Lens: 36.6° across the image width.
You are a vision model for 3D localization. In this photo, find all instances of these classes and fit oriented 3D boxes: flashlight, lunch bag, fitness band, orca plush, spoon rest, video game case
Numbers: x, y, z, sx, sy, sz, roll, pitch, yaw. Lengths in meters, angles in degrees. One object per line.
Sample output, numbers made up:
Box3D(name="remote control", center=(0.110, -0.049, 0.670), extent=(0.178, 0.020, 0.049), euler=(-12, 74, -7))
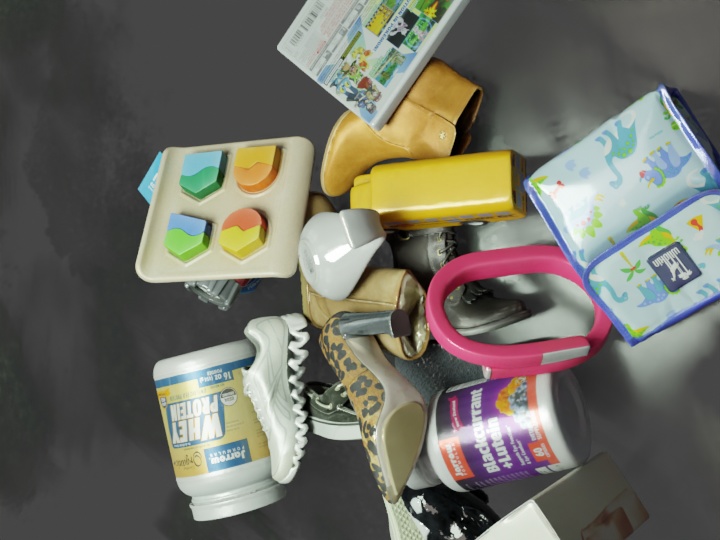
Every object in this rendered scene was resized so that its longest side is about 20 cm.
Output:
Box3D(name="flashlight", center=(-0.140, -0.053, 1.322), extent=(0.067, 0.068, 0.202), euler=(28, 72, -9))
Box3D(name="lunch bag", center=(0.283, -0.051, 1.060), extent=(0.169, 0.127, 0.202), euler=(-33, 84, 25))
Box3D(name="fitness band", center=(0.165, 0.040, 1.120), extent=(0.038, 0.196, 0.145), euler=(93, 168, -49))
Box3D(name="orca plush", center=(0.128, 0.298, 1.199), extent=(0.201, 0.104, 0.071), euler=(54, 158, 16))
Box3D(name="spoon rest", center=(-0.019, -0.025, 1.171), extent=(0.200, 0.060, 0.101), euler=(147, 106, -69))
Box3D(name="video game case", center=(0.018, -0.288, 1.229), extent=(0.182, 0.022, 0.201), euler=(42, 101, 31))

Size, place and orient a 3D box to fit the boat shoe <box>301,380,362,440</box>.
Box3D(name="boat shoe", center=(-0.019, 0.162, 1.279), extent=(0.199, 0.070, 0.065), euler=(-3, 88, 59))

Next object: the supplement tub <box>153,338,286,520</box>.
Box3D(name="supplement tub", center=(-0.173, 0.198, 1.371), extent=(0.143, 0.144, 0.204), euler=(-16, 87, 33))

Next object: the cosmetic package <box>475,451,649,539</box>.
Box3D(name="cosmetic package", center=(0.203, 0.265, 1.098), extent=(0.103, 0.199, 0.088), euler=(-44, 72, 30))

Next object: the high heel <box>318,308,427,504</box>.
Box3D(name="high heel", center=(0.004, 0.144, 1.171), extent=(0.142, 0.070, 0.204), euler=(-9, 80, 53))

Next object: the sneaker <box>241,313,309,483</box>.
Box3D(name="sneaker", center=(-0.105, 0.153, 1.309), extent=(0.075, 0.080, 0.204), euler=(153, 117, -69))

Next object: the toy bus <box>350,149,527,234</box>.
Box3D(name="toy bus", center=(0.078, -0.081, 1.159), extent=(0.197, 0.078, 0.066), euler=(-4, 83, 26))

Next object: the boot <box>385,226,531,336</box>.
Box3D(name="boot", center=(0.096, -0.021, 1.218), extent=(0.197, 0.069, 0.178), euler=(1, 96, 35))

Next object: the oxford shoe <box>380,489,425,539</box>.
Box3D(name="oxford shoe", center=(0.059, 0.266, 1.276), extent=(0.074, 0.058, 0.204), euler=(-8, 78, -6))

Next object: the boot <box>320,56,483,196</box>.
Box3D(name="boot", center=(0.046, -0.145, 1.233), extent=(0.143, 0.070, 0.203), euler=(37, 108, 30))

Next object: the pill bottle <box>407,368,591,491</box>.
Box3D(name="pill bottle", center=(0.135, 0.172, 1.159), extent=(0.198, 0.111, 0.113), euler=(-20, 84, 28))

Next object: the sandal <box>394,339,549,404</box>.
Box3D(name="sandal", center=(0.134, 0.114, 1.229), extent=(0.197, 0.043, 0.078), euler=(-1, 102, 24))

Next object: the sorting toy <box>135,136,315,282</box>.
Box3D(name="sorting toy", center=(-0.160, -0.076, 1.282), extent=(0.196, 0.037, 0.188), euler=(-1, 62, 17))

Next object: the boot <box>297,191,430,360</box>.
Box3D(name="boot", center=(0.000, 0.000, 1.247), extent=(0.199, 0.065, 0.178), euler=(11, 114, 56))

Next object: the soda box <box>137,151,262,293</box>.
Box3D(name="soda box", center=(-0.199, -0.063, 1.410), extent=(0.200, 0.064, 0.068), euler=(49, 118, 20))
